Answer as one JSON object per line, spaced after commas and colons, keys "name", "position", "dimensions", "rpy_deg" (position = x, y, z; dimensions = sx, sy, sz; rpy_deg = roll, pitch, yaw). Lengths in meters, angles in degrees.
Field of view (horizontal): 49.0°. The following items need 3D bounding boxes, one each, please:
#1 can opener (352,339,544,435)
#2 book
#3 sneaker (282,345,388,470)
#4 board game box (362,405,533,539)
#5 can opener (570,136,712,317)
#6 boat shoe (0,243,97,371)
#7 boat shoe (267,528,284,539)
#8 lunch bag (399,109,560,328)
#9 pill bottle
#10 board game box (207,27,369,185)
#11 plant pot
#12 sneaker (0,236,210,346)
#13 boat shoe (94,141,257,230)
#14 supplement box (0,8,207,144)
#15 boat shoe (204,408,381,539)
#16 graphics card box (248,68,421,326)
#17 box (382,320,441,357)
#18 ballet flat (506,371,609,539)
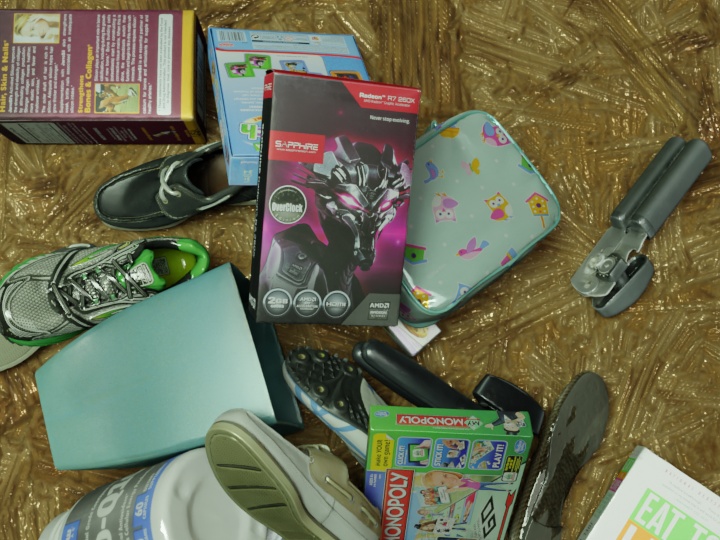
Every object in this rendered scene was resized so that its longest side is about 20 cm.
{"name": "can opener", "position": [0.079, 0.123, 0.758], "dimensions": [0.199, 0.063, 0.079], "rpy_deg": [28, 64, -7]}
{"name": "book", "position": [0.273, 0.291, 0.763], "dimensions": [0.133, 0.048, 0.201], "rpy_deg": [33, 84, 6]}
{"name": "sneaker", "position": [0.002, 0.149, 0.747], "dimensions": [0.200, 0.073, 0.072], "rpy_deg": [39, 38, -4]}
{"name": "board game box", "position": [0.068, 0.200, 0.705], "dimensions": [0.133, 0.201, 0.029], "rpy_deg": [2, 38, -2]}
{"name": "can opener", "position": [0.292, -0.043, 0.810], "dimensions": [0.067, 0.053, 0.200], "rpy_deg": [44, 81, -29]}
{"name": "boat shoe", "position": [-0.336, 0.040, 0.766], "dimensions": [0.199, 0.068, 0.072], "rpy_deg": [-31, 129, -1]}
{"name": "boat shoe", "position": [-0.082, 0.266, 0.692], "dimensions": [0.062, 0.072, 0.201], "rpy_deg": [32, 87, -7]}
{"name": "lunch bag", "position": [0.083, -0.055, 0.763], "dimensions": [0.200, 0.077, 0.161], "rpy_deg": [-35, 81, -23]}
{"name": "pill bottle", "position": [-0.184, 0.230, 0.673], "dimensions": [0.199, 0.114, 0.114], "rpy_deg": [-27, 83, 33]}
{"name": "board game box", "position": [-0.059, -0.157, 0.741], "dimensions": [0.150, 0.037, 0.201], "rpy_deg": [-2, 47, -17]}
{"name": "plant pot", "position": [-0.174, 0.107, 0.716], "dimensions": [0.199, 0.141, 0.142], "rpy_deg": [-20, 75, 1]}
{"name": "sneaker", "position": [-0.225, 0.006, 0.697], "dimensions": [0.199, 0.085, 0.079], "rpy_deg": [-25, 96, -40]}
{"name": "boat shoe", "position": [-0.170, -0.089, 0.769], "dimensions": [0.198, 0.068, 0.072], "rpy_deg": [-11, 79, 6]}
{"name": "supplement box", "position": [-0.256, -0.188, 0.780], "dimensions": [0.198, 0.086, 0.111], "rpy_deg": [0, 83, -3]}
{"name": "boat shoe", "position": [-0.050, 0.175, 0.641], "dimensions": [0.201, 0.074, 0.069], "rpy_deg": [57, 44, -27]}
{"name": "graphics card box", "position": [-0.023, -0.056, 0.651], "dimensions": [0.124, 0.051, 0.202], "rpy_deg": [3, 100, -18]}
{"name": "box", "position": [0.000, 0.000, 0.789], "dimensions": [0.041, 0.039, 0.200], "rpy_deg": [-40, 86, -8]}
{"name": "ballet flat", "position": [0.188, 0.192, 0.771], "dimensions": [0.067, 0.046, 0.201], "rpy_deg": [26, 79, -22]}
